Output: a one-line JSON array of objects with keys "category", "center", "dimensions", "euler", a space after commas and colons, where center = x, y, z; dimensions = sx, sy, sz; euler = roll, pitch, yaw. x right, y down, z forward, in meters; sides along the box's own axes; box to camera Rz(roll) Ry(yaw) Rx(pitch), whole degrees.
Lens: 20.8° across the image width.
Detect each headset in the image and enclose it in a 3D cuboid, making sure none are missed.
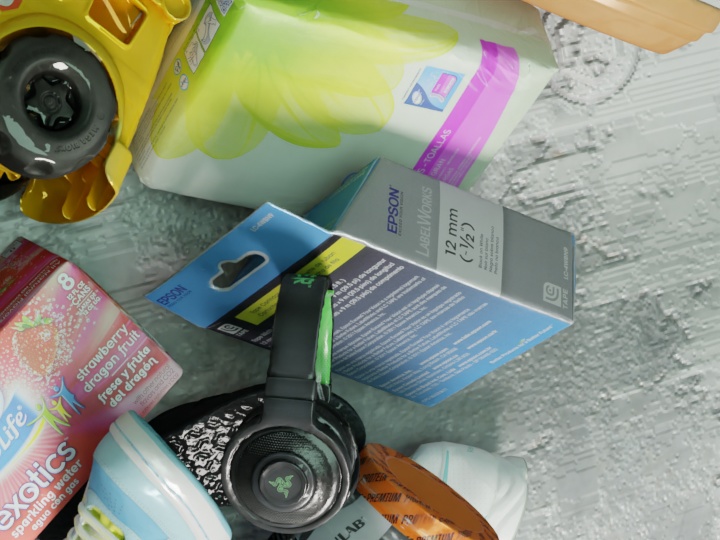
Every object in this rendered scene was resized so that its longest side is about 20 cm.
[{"category": "headset", "center": [-0.021, 0.103, 1.022], "dimensions": [0.094, 0.124, 0.200], "euler": [5, 87, 4]}]

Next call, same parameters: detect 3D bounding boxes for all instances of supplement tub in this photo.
[{"category": "supplement tub", "center": [-0.016, 0.205, 1.118], "dimensions": [0.122, 0.123, 0.200], "euler": [32, 99, -26]}]

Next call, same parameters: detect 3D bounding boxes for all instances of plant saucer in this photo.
[{"category": "plant saucer", "center": [0.105, -0.167, 1.103], "dimensions": [0.200, 0.200, 0.038], "euler": [17, 101, -26]}]

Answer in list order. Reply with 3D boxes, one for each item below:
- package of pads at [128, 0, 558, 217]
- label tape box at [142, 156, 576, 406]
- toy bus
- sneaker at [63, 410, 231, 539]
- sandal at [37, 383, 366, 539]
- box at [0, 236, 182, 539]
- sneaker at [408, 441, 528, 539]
[{"category": "package of pads", "center": [-0.015, -0.097, 1.089], "dimensions": [0.200, 0.068, 0.155], "euler": [11, 135, -27]}, {"category": "label tape box", "center": [0.000, 0.000, 1.101], "dimensions": [0.200, 0.143, 0.066], "euler": [22, 56, -25]}, {"category": "toy bus", "center": [-0.189, -0.147, 1.011], "dimensions": [0.200, 0.136, 0.192], "euler": [32, 70, -23]}, {"category": "sneaker", "center": [-0.136, 0.157, 1.013], "dimensions": [0.131, 0.080, 0.200], "euler": [-37, 156, -17]}, {"category": "sandal", "center": [-0.097, 0.103, 1.129], "dimensions": [0.200, 0.048, 0.075], "euler": [-13, 119, -10]}, {"category": "box", "center": [-0.204, 0.088, 1.047], "dimensions": [0.200, 0.100, 0.095], "euler": [-48, 114, -11]}, {"category": "sneaker", "center": [0.036, 0.199, 1.203], "dimensions": [0.080, 0.070, 0.201], "euler": [19, 87, -11]}]
